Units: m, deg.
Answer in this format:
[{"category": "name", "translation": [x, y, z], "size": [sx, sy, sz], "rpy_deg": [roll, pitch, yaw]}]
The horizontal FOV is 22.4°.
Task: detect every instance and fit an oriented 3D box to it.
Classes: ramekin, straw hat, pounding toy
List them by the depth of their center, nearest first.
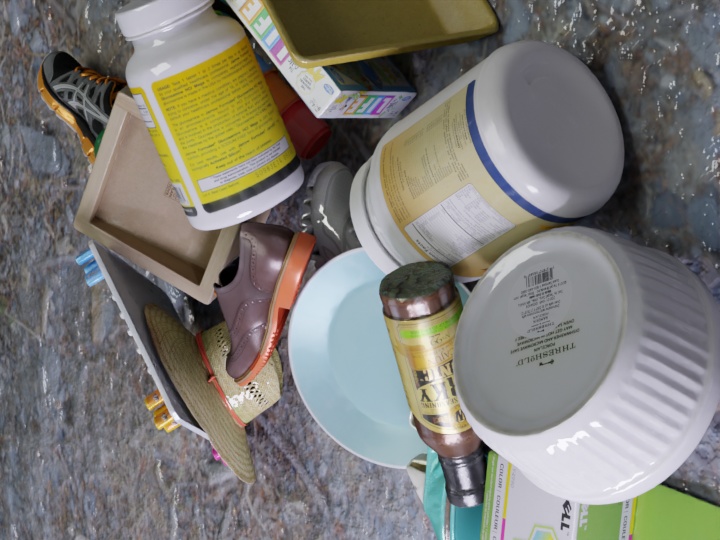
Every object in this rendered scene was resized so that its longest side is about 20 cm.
[{"category": "ramekin", "translation": [0.160, 0.064, 1.346], "size": [0.199, 0.105, 0.202], "rpy_deg": [-23, 55, 36]}, {"category": "straw hat", "translation": [-0.119, 0.097, 1.750], "size": [0.085, 0.201, 0.202], "rpy_deg": [-31, 63, 6]}, {"category": "pounding toy", "translation": [-0.173, -0.114, 1.750], "size": [0.199, 0.142, 0.185], "rpy_deg": [29, 120, 8]}]

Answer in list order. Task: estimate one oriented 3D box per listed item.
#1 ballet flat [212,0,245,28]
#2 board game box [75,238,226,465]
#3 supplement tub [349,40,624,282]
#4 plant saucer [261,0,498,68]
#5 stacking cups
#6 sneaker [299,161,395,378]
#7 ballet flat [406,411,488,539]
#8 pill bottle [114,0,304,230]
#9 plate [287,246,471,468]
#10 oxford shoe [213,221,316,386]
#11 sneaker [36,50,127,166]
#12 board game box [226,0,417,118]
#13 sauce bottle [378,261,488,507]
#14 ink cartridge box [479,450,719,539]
[{"category": "ballet flat", "translation": [-0.118, -0.267, 1.753], "size": [0.199, 0.066, 0.068], "rpy_deg": [-27, 43, 49]}, {"category": "board game box", "translation": [-0.191, 0.084, 1.754], "size": [0.026, 0.200, 0.201], "rpy_deg": [-31, 68, 5]}, {"category": "supplement tub", "translation": [0.096, -0.077, 1.437], "size": [0.199, 0.143, 0.146], "rpy_deg": [-32, 68, 47]}, {"category": "plant saucer", "translation": [-0.012, -0.247, 1.523], "size": [0.201, 0.198, 0.049], "rpy_deg": [62, 148, 26]}, {"category": "stacking cups", "translation": [-0.106, -0.186, 1.703], "size": [0.200, 0.060, 0.061], "rpy_deg": [41, 127, 9]}, {"category": "sneaker", "translation": [0.000, 0.000, 1.625], "size": [0.080, 0.075, 0.202], "rpy_deg": [-8, 93, 41]}, {"category": "ballet flat", "translation": [0.074, 0.148, 1.531], "size": [0.070, 0.067, 0.202], "rpy_deg": [13, 107, 36]}, {"category": "pill bottle", "translation": [-0.134, -0.147, 1.572], "size": [0.112, 0.112, 0.202], "rpy_deg": [-3, 115, 50]}, {"category": "plate", "translation": [0.030, 0.073, 1.574], "size": [0.198, 0.026, 0.203], "rpy_deg": [7, 107, 22]}, {"category": "oxford shoe", "translation": [-0.097, 0.026, 1.625], "size": [0.072, 0.072, 0.201], "rpy_deg": [-70, 3, -46]}, {"category": "sneaker", "translation": [-0.277, -0.178, 1.946], "size": [0.200, 0.078, 0.078], "rpy_deg": [49, 114, 32]}, {"category": "board game box", "translation": [-0.050, -0.217, 1.577], "size": [0.034, 0.134, 0.201], "rpy_deg": [-45, 71, 26]}, {"category": "sauce bottle", "translation": [0.067, 0.093, 1.439], "size": [0.064, 0.064, 0.202], "rpy_deg": [13, 128, 49]}, {"category": "ink cartridge box", "translation": [0.185, 0.230, 1.405], "size": [0.199, 0.075, 0.150], "rpy_deg": [17, 105, 50]}]
